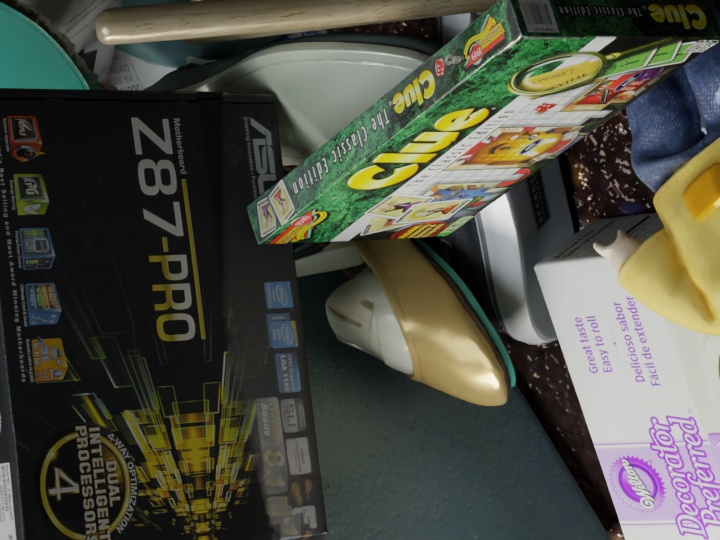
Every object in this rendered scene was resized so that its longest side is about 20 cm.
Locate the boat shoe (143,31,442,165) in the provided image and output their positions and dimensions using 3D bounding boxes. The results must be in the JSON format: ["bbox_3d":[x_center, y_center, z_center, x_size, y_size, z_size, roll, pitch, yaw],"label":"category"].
[{"bbox_3d":[-0.026,-0.083,1.269,0.200,0.062,0.073,-11,125,45],"label":"boat shoe"}]

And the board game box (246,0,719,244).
[{"bbox_3d":[0.047,-0.059,1.158,0.200,0.105,0.023,-37,61,50],"label":"board game box"}]

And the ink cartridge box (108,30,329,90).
[{"bbox_3d":[-0.108,-0.179,1.349,0.198,0.043,0.200,-8,111,42],"label":"ink cartridge box"}]

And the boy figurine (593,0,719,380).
[{"bbox_3d":[0.149,-0.022,1.158,0.124,0.064,0.200,-30,61,31],"label":"boy figurine"}]

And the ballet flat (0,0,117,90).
[{"bbox_3d":[-0.133,-0.057,1.248,0.200,0.076,0.064,44,172,-32],"label":"ballet flat"}]

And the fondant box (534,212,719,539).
[{"bbox_3d":[0.189,0.044,1.234,0.200,0.058,0.144,-5,111,42],"label":"fondant box"}]

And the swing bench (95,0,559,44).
[{"bbox_3d":[-0.006,-0.199,1.156,0.200,0.130,0.199,-4,94,15],"label":"swing bench"}]

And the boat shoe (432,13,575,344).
[{"bbox_3d":[0.052,-0.059,1.282,0.066,0.070,0.200,9,127,33],"label":"boat shoe"}]

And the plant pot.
[{"bbox_3d":[-0.036,0.100,1.364,0.196,0.196,0.200,-26,86,44],"label":"plant pot"}]

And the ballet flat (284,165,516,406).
[{"bbox_3d":[0.000,0.000,1.307,0.200,0.063,0.069,55,165,37],"label":"ballet flat"}]

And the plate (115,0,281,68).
[{"bbox_3d":[-0.108,-0.179,1.302,0.200,0.026,0.200,21,129,28],"label":"plate"}]

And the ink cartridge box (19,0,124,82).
[{"bbox_3d":[-0.197,-0.114,1.337,0.146,0.083,0.200,30,136,14],"label":"ink cartridge box"}]

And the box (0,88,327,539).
[{"bbox_3d":[-0.098,0.026,1.184,0.049,0.161,0.200,-12,82,46],"label":"box"}]
